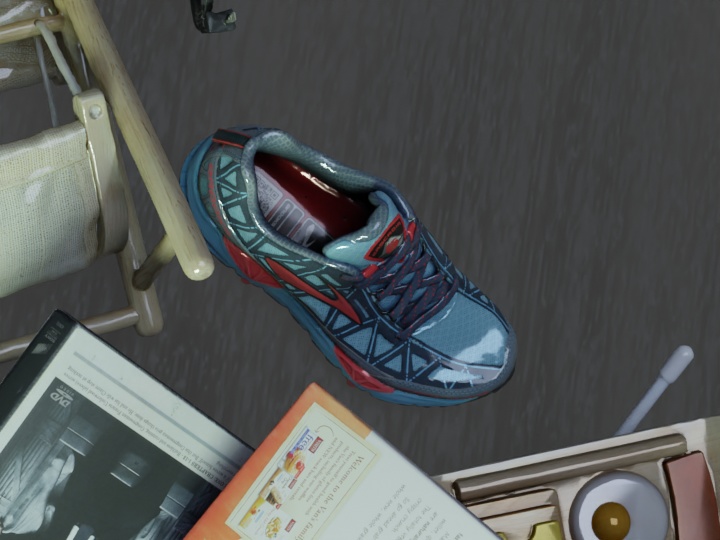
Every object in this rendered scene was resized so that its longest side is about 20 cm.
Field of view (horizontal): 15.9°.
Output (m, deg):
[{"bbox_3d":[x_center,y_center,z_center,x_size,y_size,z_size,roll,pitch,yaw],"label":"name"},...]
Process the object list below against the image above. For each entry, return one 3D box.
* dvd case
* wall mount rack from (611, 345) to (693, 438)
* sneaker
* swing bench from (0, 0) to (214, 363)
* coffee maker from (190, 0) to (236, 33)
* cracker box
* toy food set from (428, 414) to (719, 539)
[{"bbox_3d":[-0.146,0.134,1.176,0.200,0.025,0.150,-54,133,-4],"label":"dvd case"},{"bbox_3d":[0.166,0.149,1.331,0.200,0.075,0.174,35,61,-12],"label":"wall mount rack"},{"bbox_3d":[0.000,0.000,1.285,0.199,0.095,0.080,34,71,-11],"label":"sneaker"},{"bbox_3d":[-0.200,-0.052,1.207,0.198,0.130,0.201,-16,80,-22],"label":"swing bench"},{"bbox_3d":[-0.001,-0.226,1.326,0.199,0.135,0.193,-4,104,-20],"label":"coffee maker"},{"bbox_3d":[0.014,0.165,1.153,0.200,0.058,0.134,40,88,23],"label":"cracker box"},{"bbox_3d":[0.117,0.156,1.233,0.199,0.060,0.144,-10,91,-15],"label":"toy food set"}]
